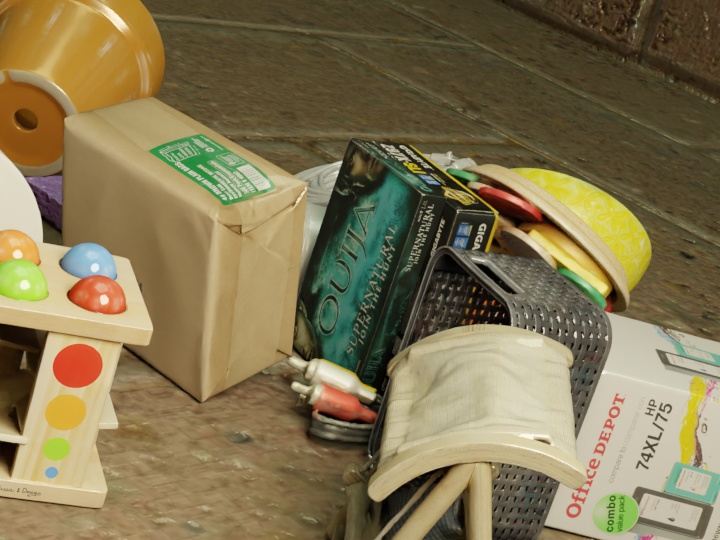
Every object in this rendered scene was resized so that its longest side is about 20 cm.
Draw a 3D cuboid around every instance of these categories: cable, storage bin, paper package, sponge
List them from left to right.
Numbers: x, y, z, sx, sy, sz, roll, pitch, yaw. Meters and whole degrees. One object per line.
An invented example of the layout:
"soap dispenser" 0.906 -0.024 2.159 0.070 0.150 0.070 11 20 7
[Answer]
"sponge" -0.238 -0.064 1.670 0.111 0.030 0.200 31 23 34
"paper package" -0.153 -0.022 1.361 0.200 0.191 0.103 32 41 34
"cable" 0.007 -0.073 1.775 0.200 0.069 0.200 4 21 30
"cable" 0.031 0.120 1.359 0.200 0.050 0.097 15 17 -7
"storage bin" 0.095 0.096 1.253 0.094 0.200 0.135 6 22 -28

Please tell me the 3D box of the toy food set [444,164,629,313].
"toy food set" 0.156 -0.025 1.464 0.200 0.049 0.198 40 -9 11

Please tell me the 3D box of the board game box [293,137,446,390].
"board game box" 0.000 0.000 1.437 0.028 0.200 0.135 8 20 -33

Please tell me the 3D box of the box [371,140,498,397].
"box" 0.038 0.007 1.456 0.049 0.200 0.160 5 22 -30

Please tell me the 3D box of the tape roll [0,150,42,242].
"tape roll" -0.354 -0.037 1.217 0.202 0.203 0.139 4 24 -35

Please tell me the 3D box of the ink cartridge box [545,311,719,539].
"ink cartridge box" 0.254 0.140 1.363 0.200 0.147 0.146 15 19 -8

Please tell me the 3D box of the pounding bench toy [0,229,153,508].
"pounding bench toy" -0.260 0.052 1.118 0.200 0.156 0.124 10 20 -21

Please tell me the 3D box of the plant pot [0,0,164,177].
"plant pot" -0.327 -0.197 1.745 0.200 0.200 0.183 18 34 -1

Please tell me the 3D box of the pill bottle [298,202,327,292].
"pill bottle" -0.132 -0.036 1.555 0.200 0.114 0.114 14 19 -13

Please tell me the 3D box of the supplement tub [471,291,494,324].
"supplement tub" 0.123 0.051 1.556 0.107 0.107 0.200 8 21 -27

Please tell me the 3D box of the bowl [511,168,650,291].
"bowl" 0.192 -0.004 1.717 0.200 0.200 0.108 21 61 8

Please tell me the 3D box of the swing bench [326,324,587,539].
"swing bench" 0.054 0.149 1.065 0.129 0.200 0.199 18 18 -1
